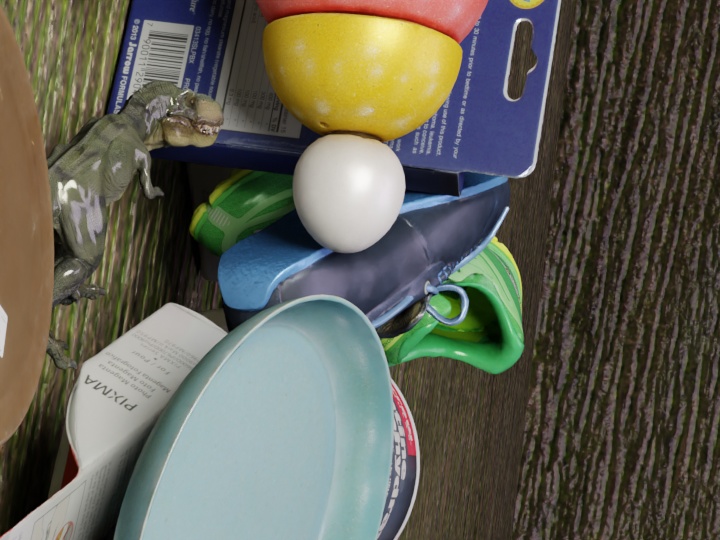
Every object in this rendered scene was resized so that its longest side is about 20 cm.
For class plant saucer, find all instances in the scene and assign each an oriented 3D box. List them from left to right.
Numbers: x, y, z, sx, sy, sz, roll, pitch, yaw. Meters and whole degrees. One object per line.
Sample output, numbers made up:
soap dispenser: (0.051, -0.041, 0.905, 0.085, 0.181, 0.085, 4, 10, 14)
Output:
plant saucer: (-0.143, -0.023, 0.799, 0.200, 0.029, 0.201, -5, 90, -79)
plant saucer: (-0.047, 0.104, 0.981, 0.200, 0.027, 0.201, -38, 136, -49)

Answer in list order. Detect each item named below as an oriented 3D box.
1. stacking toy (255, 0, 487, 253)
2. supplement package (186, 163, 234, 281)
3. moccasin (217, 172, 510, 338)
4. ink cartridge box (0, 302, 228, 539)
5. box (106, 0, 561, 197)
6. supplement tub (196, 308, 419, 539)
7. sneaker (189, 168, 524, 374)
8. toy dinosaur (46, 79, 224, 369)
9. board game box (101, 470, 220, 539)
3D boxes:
stacking toy: (-0.001, -0.107, 1.035, 0.146, 0.145, 0.201, 54, 43, -75)
supplement package: (-0.023, -0.098, 1.259, 0.201, 0.120, 0.120, 86, 15, -47)
moccasin: (0.000, 0.000, 1.108, 0.200, 0.080, 0.069, -25, 114, -45)
ink cartridge box: (-0.127, 0.123, 0.991, 0.200, 0.057, 0.163, -32, 144, -53)
box: (-0.010, -0.101, 1.110, 0.032, 0.199, 0.122, 76, 23, -67)
supplement tub: (-0.046, 0.095, 1.196, 0.200, 0.139, 0.141, 28, 69, -79)
sneaker: (0.009, -0.002, 1.192, 0.074, 0.199, 0.084, -53, -144, 27)
toy dinosaur: (-0.121, -0.015, 0.983, 0.200, 0.047, 0.089, -44, 147, -57)
board game box: (-0.117, 0.186, 0.976, 0.200, 0.028, 0.136, -52, 157, -35)
